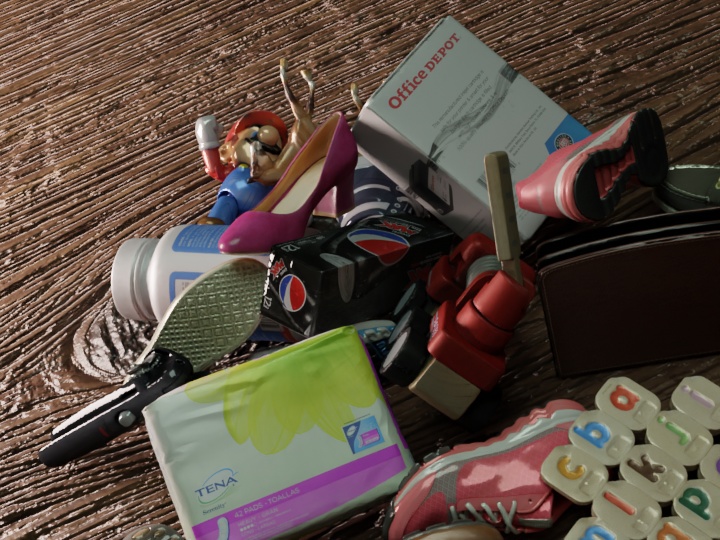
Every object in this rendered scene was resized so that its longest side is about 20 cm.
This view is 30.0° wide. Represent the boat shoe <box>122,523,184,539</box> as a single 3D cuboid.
[{"bbox_3d":[-0.126,0.291,1.050,0.076,0.072,0.200,-21,54,-21],"label":"boat shoe"}]

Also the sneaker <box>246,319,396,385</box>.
[{"bbox_3d":[-0.055,0.088,1.236,0.200,0.075,0.087,-24,37,-7],"label":"sneaker"}]

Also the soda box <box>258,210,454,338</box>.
[{"bbox_3d":[0.000,0.000,1.236,0.063,0.071,0.200,27,27,31],"label":"soda box"}]

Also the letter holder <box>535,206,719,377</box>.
[{"bbox_3d":[0.255,-0.004,1.167,0.200,0.142,0.101,-10,43,10],"label":"letter holder"}]

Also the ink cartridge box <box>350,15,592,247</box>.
[{"bbox_3d":[0.110,-0.126,1.310,0.200,0.084,0.145,40,64,0],"label":"ink cartridge box"}]

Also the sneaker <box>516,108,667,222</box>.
[{"bbox_3d":[0.214,-0.100,1.241,0.087,0.074,0.200,-1,19,40],"label":"sneaker"}]

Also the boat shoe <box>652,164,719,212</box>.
[{"bbox_3d":[0.369,-0.073,1.259,0.201,0.060,0.072,16,52,32],"label":"boat shoe"}]

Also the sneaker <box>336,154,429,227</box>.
[{"bbox_3d":[0.066,-0.080,1.368,0.200,0.070,0.109,-16,46,0],"label":"sneaker"}]

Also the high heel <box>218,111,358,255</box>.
[{"bbox_3d":[-0.065,-0.079,1.230,0.067,0.096,0.200,10,24,37],"label":"high heel"}]

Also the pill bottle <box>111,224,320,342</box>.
[{"bbox_3d":[-0.136,0.011,1.311,0.200,0.112,0.112,3,46,21],"label":"pill bottle"}]

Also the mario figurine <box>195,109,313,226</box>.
[{"bbox_3d":[-0.115,-0.102,1.420,0.106,0.123,0.200,-14,45,24],"label":"mario figurine"}]

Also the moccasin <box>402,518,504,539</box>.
[{"bbox_3d":[0.024,0.258,1.028,0.201,0.074,0.078,-25,52,-11],"label":"moccasin"}]

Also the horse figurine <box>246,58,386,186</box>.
[{"bbox_3d":[-0.025,-0.145,1.426,0.050,0.200,0.133,-19,68,55],"label":"horse figurine"}]

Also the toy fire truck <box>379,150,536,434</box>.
[{"bbox_3d":[0.102,0.004,1.125,0.200,0.129,0.176,-53,7,20],"label":"toy fire truck"}]

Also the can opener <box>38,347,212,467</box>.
[{"bbox_3d":[-0.220,0.132,1.217,0.200,0.079,0.063,-28,13,24],"label":"can opener"}]

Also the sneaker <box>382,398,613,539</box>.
[{"bbox_3d":[0.113,0.178,1.079,0.200,0.074,0.087,-27,46,-8],"label":"sneaker"}]

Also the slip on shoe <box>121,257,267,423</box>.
[{"bbox_3d":[-0.150,0.059,1.242,0.200,0.074,0.061,-49,4,23],"label":"slip on shoe"}]

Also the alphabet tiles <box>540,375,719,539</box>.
[{"bbox_3d":[0.249,0.174,1.047,0.195,0.015,0.200,33,61,21],"label":"alphabet tiles"}]

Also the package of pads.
[{"bbox_3d":[-0.068,0.147,1.132,0.200,0.068,0.155,-22,75,-4],"label":"package of pads"}]
